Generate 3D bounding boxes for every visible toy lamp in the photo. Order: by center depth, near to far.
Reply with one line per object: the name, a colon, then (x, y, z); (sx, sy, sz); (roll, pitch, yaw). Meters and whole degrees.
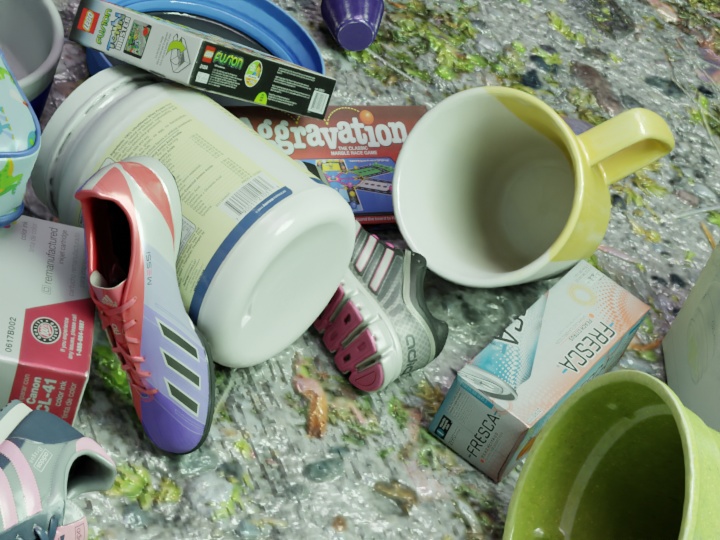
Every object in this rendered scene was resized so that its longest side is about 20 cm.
toy lamp: (-0.011, -0.268, 1.757); (0.058, 0.058, 0.200); (11, 42, -16)

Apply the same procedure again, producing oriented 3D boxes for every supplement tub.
supplement tub: (-0.119, -0.042, 1.371); (0.200, 0.145, 0.145); (37, 41, 23)

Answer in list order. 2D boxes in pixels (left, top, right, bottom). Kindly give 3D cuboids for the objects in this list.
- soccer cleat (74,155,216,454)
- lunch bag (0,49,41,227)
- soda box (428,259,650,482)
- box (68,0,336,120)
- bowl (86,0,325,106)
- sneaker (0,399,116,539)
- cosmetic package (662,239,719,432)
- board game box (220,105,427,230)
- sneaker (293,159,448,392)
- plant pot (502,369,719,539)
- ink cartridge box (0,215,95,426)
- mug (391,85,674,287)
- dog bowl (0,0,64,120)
soccer cleat: (-0.144, 0.029, 1.267); (0.068, 0.200, 0.073); (-1, 13, 29)
lunch bag: (-0.311, -0.110, 1.280); (0.161, 0.082, 0.200); (-5, 46, -33)
soda box: (0.135, 0.070, 1.445); (0.068, 0.064, 0.200); (36, 40, 14)
box: (-0.112, -0.154, 1.442); (0.110, 0.035, 0.200); (23, 7, 25)
bowl: (-0.129, -0.171, 1.602); (0.200, 0.039, 0.201); (14, 40, -12)
sneaker: (-0.204, 0.151, 1.138); (0.082, 0.070, 0.200); (23, 37, 2)
cosmetic package: (0.319, 0.064, 1.436); (0.123, 0.200, 0.199); (13, 40, -10)
board game box: (-0.026, -0.080, 1.537); (0.200, 0.019, 0.103); (-3, 70, -30)
sneaker: (0.000, 0.000, 1.449); (0.087, 0.074, 0.200); (-8, 55, -34)
plant pot: (0.224, 0.184, 1.282); (0.184, 0.200, 0.200); (18, 38, -25)
ink cartridge box: (-0.275, 0.028, 1.269); (0.200, 0.086, 0.148); (13, 40, -15)
mug: (0.138, -0.052, 1.498); (0.186, 0.150, 0.153); (8, -3, 25)
dog bowl: (-0.328, -0.166, 1.464); (0.200, 0.079, 0.200); (14, 41, -12)
